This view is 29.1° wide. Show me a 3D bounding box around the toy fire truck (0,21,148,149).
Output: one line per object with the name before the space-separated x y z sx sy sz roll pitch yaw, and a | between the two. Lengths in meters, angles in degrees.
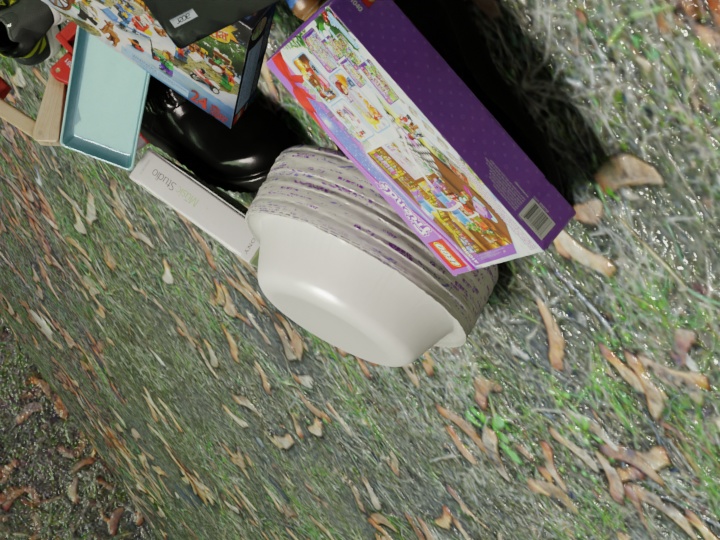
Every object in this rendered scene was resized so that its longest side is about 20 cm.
toy fire truck | -0.310 -0.180 1.442 0.200 0.141 0.049 46 178 13

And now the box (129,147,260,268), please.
box | -0.114 -0.041 1.279 0.144 0.037 0.200 35 -178 18

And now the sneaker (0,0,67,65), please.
sneaker | -0.379 -0.269 1.528 0.075 0.084 0.200 53 158 -2

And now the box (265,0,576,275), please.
box | 0.034 -0.088 0.895 0.200 0.039 0.137 48 160 -10

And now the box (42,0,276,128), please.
box | -0.160 -0.205 1.024 0.199 0.038 0.137 34 154 4

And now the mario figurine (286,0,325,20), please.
mario figurine | -0.076 -0.279 0.962 0.200 0.106 0.123 44 123 -7

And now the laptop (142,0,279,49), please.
laptop | -0.094 -0.275 0.876 0.176 0.203 0.103 -16 158 40

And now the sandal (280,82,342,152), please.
sandal | -0.005 -0.102 1.079 0.200 0.054 0.082 42 156 26

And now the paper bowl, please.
paper bowl | 0.000 0.000 1.078 0.199 0.105 0.201 27 166 7

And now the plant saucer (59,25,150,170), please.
plant saucer | -0.202 -0.179 1.146 0.069 0.019 0.202 20 124 3

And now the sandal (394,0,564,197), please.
sandal | 0.070 -0.106 0.933 0.202 0.048 0.075 58 158 -14

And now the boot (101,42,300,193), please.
boot | -0.152 -0.162 1.207 0.209 0.080 0.159 23 150 32
